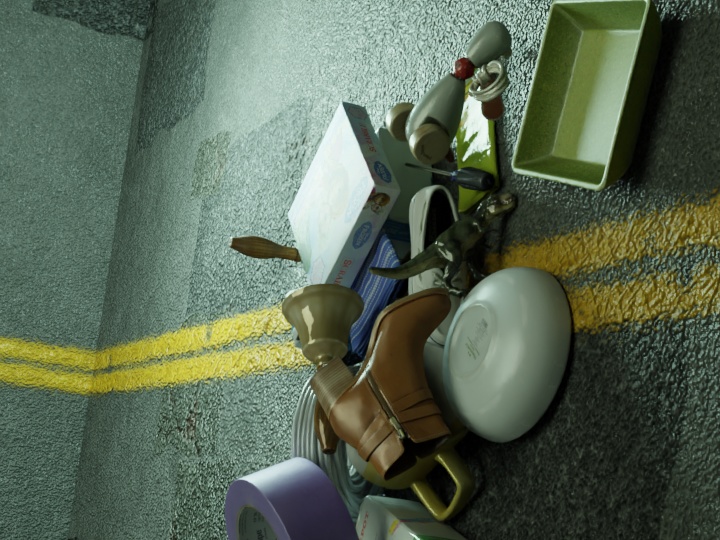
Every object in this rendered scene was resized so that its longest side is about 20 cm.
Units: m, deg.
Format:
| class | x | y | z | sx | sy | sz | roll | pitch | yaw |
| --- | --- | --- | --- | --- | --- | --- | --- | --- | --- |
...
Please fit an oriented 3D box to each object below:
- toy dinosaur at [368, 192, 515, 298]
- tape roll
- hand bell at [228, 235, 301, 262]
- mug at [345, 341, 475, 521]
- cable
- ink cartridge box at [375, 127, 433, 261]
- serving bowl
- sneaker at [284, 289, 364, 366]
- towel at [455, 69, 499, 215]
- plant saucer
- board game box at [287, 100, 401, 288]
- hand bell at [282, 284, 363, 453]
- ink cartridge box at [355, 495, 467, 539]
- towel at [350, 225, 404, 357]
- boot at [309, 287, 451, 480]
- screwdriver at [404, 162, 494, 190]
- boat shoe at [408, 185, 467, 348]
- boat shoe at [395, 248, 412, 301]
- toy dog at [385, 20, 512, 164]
| class | x | y | z | sx | sy | sz | roll | pitch | yaw |
| --- | --- | --- | --- | --- | --- | --- | --- | --- | --- |
| toy dinosaur | 0.113 | -0.014 | 1.532 | 0.088 | 0.199 | 0.048 | 54 | 163 | 14 |
| tape roll | -0.081 | 0.333 | 1.558 | 0.200 | 0.084 | 0.201 | 37 | 135 | 48 |
| hand bell | -0.101 | -0.026 | 1.930 | 0.104 | 0.199 | 0.105 | -168 | 90 | -67 |
| mug | 0.050 | 0.201 | 1.562 | 0.154 | 0.148 | 0.188 | 114 | 161 | -46 |
| cable | -0.026 | 0.226 | 1.682 | 0.069 | 0.200 | 0.201 | -2 | 64 | 22 |
| ink cartridge box | 0.022 | -0.082 | 1.819 | 0.200 | 0.085 | 0.147 | -44 | 42 | 51 |
| serving bowl | 0.149 | 0.087 | 1.449 | 0.200 | 0.065 | 0.201 | -41 | 40 | 46 |
| sneaker | -0.042 | 0.073 | 1.781 | 0.075 | 0.200 | 0.087 | -33 | 61 | 10 |
| towel | 0.145 | -0.177 | 1.662 | 0.086 | 0.018 | 0.201 | 135 | 139 | -54 |
| plant saucer | 0.249 | -0.188 | 1.389 | 0.200 | 0.048 | 0.202 | -155 | 78 | -66 |
| board game box | -0.027 | -0.090 | 1.741 | 0.201 | 0.041 | 0.200 | -63 | 29 | 30 |
| hand bell | -0.043 | 0.129 | 1.582 | 0.104 | 0.103 | 0.201 | 129 | 146 | -48 |
| ink cartridge box | 0.059 | 0.366 | 1.527 | 0.200 | 0.087 | 0.147 | 20 | 98 | 65 |
| towel | 0.000 | 0.000 | 1.713 | 0.145 | 0.024 | 0.201 | -64 | 30 | 31 |
| boot | 0.055 | 0.124 | 1.444 | 0.155 | 0.199 | 0.077 | 48 | 169 | 35 |
| screwdriver | 0.112 | -0.124 | 1.661 | 0.200 | 0.029 | 0.028 | 21 | 97 | 64 |
| boat shoe | 0.100 | -0.005 | 1.584 | 0.066 | 0.071 | 0.202 | 154 | 116 | -77 |
| boat shoe | 0.059 | 0.021 | 1.699 | 0.200 | 0.073 | 0.076 | 128 | 145 | -46 |
| toy dog | 0.128 | -0.207 | 1.625 | 0.199 | 0.096 | 0.133 | -34 | 45 | 28 |
